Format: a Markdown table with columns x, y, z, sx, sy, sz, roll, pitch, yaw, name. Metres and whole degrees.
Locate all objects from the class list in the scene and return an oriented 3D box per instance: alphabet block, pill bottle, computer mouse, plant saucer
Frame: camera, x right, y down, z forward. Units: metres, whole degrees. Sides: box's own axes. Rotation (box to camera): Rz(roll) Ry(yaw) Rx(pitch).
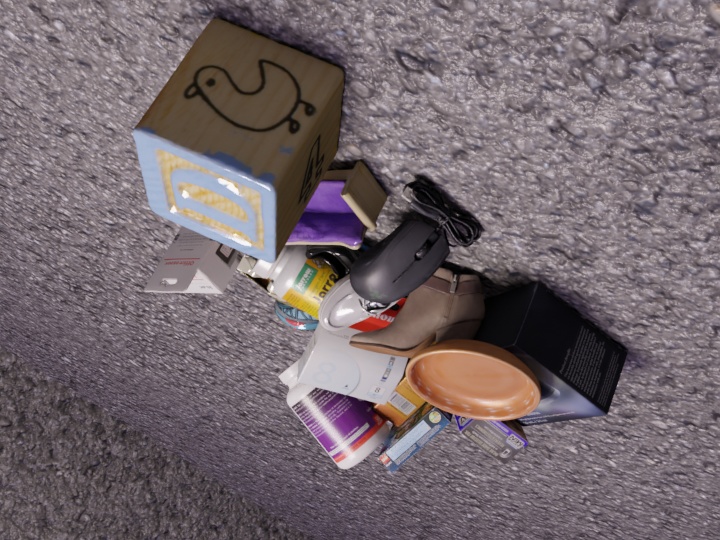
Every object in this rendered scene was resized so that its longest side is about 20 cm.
| x | y | z | sx | sy | sz | roll | pitch | yaw | name |
| --- | --- | --- | --- | --- | --- | --- | --- | --- | --- |
| -0.150 | -0.163 | 1.157 | 0.195 | 0.200 | 0.196 | 23 | 153 | 5 | alphabet block |
| -0.049 | 0.236 | 1.559 | 0.200 | 0.112 | 0.112 | 51 | 151 | 2 | pill bottle |
| -0.073 | 0.015 | 1.495 | 0.200 | 0.113 | 0.113 | 32 | 153 | -8 | pill bottle |
| 0.062 | -0.019 | 1.270 | 0.138 | 0.053 | 0.200 | 34 | 116 | -23 | computer mouse |
| 0.167 | 0.158 | 1.328 | 0.200 | 0.038 | 0.200 | 12 | 146 | 8 | plant saucer |

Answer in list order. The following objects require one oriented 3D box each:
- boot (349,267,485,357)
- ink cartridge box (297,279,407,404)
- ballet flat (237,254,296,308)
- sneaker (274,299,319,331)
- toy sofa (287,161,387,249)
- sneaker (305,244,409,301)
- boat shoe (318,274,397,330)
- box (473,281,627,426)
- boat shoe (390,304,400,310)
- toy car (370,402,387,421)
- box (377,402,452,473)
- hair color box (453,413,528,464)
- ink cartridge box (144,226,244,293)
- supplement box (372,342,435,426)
| x | y | z | sx | sy | sz | roll | pitch | yaw | name |
| --- | --- | --- | --- | --- | --- | --- | --- | --- | --- |
| 0.091 | 0.063 | 1.393 | 0.200 | 0.147 | 0.070 | 9 | 171 | 11 | boot |
| 0.006 | 0.121 | 1.455 | 0.160 | 0.047 | 0.200 | 17 | 126 | -15 | ink cartridge box |
| -0.159 | 0.008 | 1.564 | 0.200 | 0.071 | 0.071 | 38 | 154 | 7 | ballet flat |
| -0.068 | 0.056 | 1.629 | 0.200 | 0.079 | 0.096 | 9 | 131 | 23 | sneaker |
| -0.070 | -0.095 | 1.317 | 0.200 | 0.098 | 0.083 | 3 | 145 | 39 | toy sofa |
| 0.000 | 0.000 | 1.436 | 0.199 | 0.083 | 0.071 | 29 | 153 | -7 | sneaker |
| 0.023 | 0.035 | 1.369 | 0.200 | 0.069 | 0.072 | -29 | 115 | 7 | boat shoe |
| 0.263 | 0.138 | 1.406 | 0.198 | 0.123 | 0.200 | 37 | 151 | -16 | box |
| 0.071 | 0.094 | 1.555 | 0.072 | 0.068 | 0.200 | 21 | 152 | 12 | boat shoe |
| 0.028 | 0.188 | 1.656 | 0.177 | 0.185 | 0.200 | 32 | 140 | -10 | toy car |
| 0.105 | 0.261 | 1.569 | 0.038 | 0.137 | 0.200 | 46 | -166 | 0 | box |
| 0.208 | 0.228 | 1.544 | 0.109 | 0.200 | 0.065 | 38 | 108 | -21 | hair color box |
| -0.257 | -0.028 | 1.485 | 0.116 | 0.200 | 0.067 | 0 | 144 | 41 | ink cartridge box |
| 0.108 | 0.174 | 1.546 | 0.069 | 0.067 | 0.200 | 40 | 108 | -17 | supplement box |
